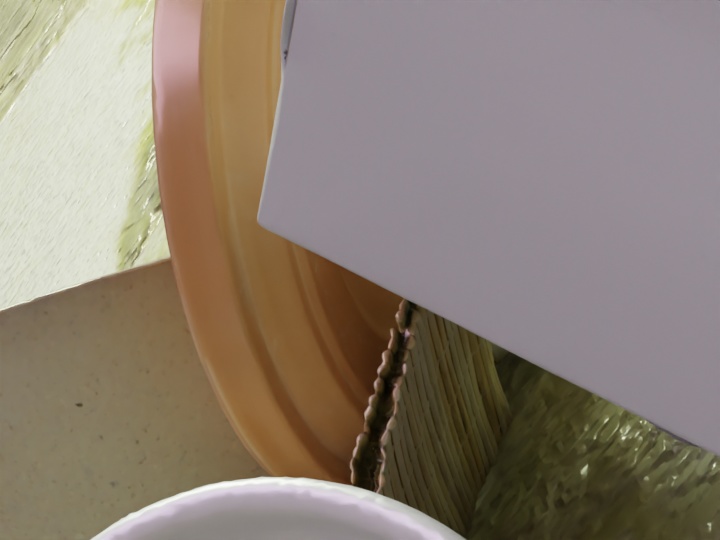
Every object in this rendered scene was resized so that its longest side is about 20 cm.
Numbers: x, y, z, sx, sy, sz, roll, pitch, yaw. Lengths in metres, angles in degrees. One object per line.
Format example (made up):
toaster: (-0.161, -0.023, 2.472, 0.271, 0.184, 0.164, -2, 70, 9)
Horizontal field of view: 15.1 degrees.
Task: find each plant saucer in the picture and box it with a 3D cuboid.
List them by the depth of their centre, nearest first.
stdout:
plant saucer: (-0.006, -0.034, 0.807, 0.032, 0.200, 0.201, -5, 50, 20)

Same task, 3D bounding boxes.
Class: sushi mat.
sushi mat: (0.023, 0.050, 0.799, 0.200, 0.012, 0.096, 73, -146, -69)

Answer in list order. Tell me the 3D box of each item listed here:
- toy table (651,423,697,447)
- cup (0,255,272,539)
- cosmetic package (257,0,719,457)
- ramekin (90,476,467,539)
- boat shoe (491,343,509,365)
toy table: (0.095, -0.063, 0.762, 0.117, 0.184, 0.200, 32, 101, 54)
cup: (-0.074, 0.082, 0.882, 0.200, 0.200, 0.144, -23, 85, 54)
cosmetic package: (0.077, -0.031, 0.621, 0.200, 0.081, 0.113, 30, 118, 35)
ramekin: (-0.007, 0.159, 0.679, 0.200, 0.098, 0.201, -9, 72, 27)
boat shoe: (0.000, 0.000, 0.979, 0.069, 0.074, 0.200, -56, 23, -8)
